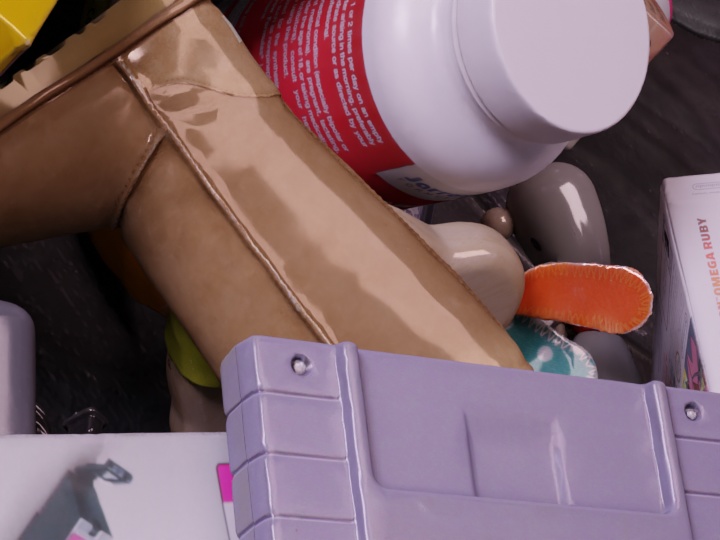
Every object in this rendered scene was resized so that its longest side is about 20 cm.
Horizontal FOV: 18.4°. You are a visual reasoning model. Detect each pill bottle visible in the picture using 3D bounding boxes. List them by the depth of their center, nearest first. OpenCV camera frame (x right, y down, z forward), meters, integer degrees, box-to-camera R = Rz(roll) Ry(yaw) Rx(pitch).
[{"bbox_3d":[0.021,-0.083,0.923,0.112,0.199,0.113,6,80,-37],"label":"pill bottle"}]

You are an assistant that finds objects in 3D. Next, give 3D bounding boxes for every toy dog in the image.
[{"bbox_3d":[0.080,0.059,0.995,0.096,0.132,0.201,-9,50,-8],"label":"toy dog"}]

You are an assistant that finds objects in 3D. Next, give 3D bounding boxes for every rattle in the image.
[{"bbox_3d":[0.000,0.000,0.925,0.199,0.131,0.143,-16,27,-20],"label":"rattle"}]

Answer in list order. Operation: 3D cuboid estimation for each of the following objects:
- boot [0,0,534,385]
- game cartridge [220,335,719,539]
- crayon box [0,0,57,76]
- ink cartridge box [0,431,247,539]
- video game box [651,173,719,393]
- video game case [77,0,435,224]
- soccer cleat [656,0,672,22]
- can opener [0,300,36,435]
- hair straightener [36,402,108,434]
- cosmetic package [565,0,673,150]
[{"bbox_3d":[-0.062,0.012,0.794,0.200,0.175,0.066,52,-6,-1],"label":"boot"},{"bbox_3d":[0.051,0.094,0.739,0.199,0.038,0.130,8,57,-30],"label":"game cartridge"},{"bbox_3d":[-0.159,-0.164,0.736,0.172,0.058,0.200,41,34,-17],"label":"crayon box"},{"bbox_3d":[-0.071,0.138,0.679,0.199,0.044,0.175,2,64,-37],"label":"ink cartridge box"},{"bbox_3d":[0.163,0.089,0.982,0.046,0.201,0.183,-4,50,2],"label":"video game box"},{"bbox_3d":[-0.031,-0.127,1.030,0.199,0.025,0.182,21,73,-34],"label":"video game case"},{"bbox_3d":[0.098,-0.204,1.302,0.086,0.070,0.200,-30,78,-39],"label":"soccer cleat"},{"bbox_3d":[-0.140,0.104,0.711,0.067,0.053,0.201,10,61,-28],"label":"can opener"},{"bbox_3d":[-0.127,0.072,0.805,0.200,0.041,0.077,42,34,-2],"label":"hair straightener"},{"bbox_3d":[0.061,-0.168,1.173,0.200,0.087,0.103,38,16,-15],"label":"cosmetic package"}]
